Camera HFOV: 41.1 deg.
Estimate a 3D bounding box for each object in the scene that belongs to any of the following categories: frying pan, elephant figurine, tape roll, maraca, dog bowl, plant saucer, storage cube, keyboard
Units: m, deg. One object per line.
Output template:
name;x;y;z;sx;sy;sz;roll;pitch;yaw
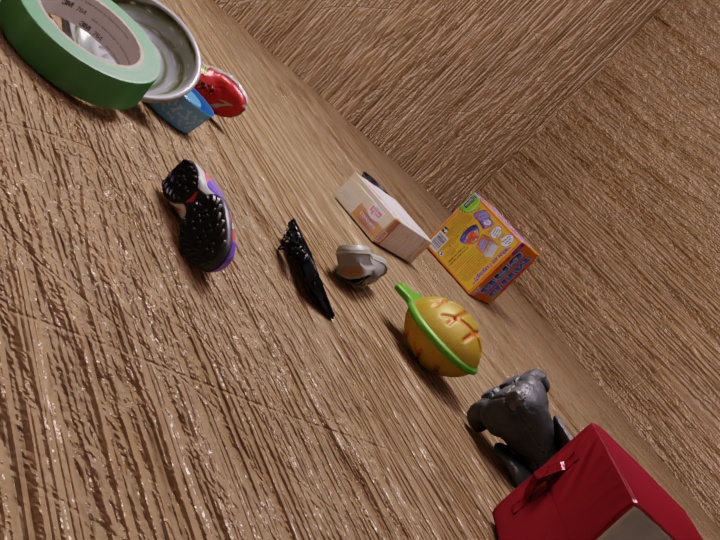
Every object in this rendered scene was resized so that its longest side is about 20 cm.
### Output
frying pan;0.050;-0.201;2.553;0.115;0.031;0.190;39;16;-31
elephant figurine;0.259;0.255;1.399;0.155;0.141;0.201;-26;87;-49
tape roll;-0.343;-0.287;1.186;0.200;0.048;0.201;36;26;-21
maraca;0.119;0.089;1.500;0.137;0.107;0.200;38;12;-44
dog bowl;-0.309;-0.285;1.438;0.200;0.050;0.112;44;11;-8
plant saucer;-0.320;-0.303;1.329;0.199;0.050;0.201;19;50;-25
storage cube;0.272;0.315;1.063;0.200;0.171;0.180;43;12;-13
keyboard;-0.085;-0.010;1.337;0.200;0.039;0.104;-117;-177;-62

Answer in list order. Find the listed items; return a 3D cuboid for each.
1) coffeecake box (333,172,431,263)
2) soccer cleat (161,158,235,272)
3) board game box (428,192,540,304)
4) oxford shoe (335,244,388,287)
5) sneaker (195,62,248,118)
coffeecake box;0.051;-0.113;2.106;0.154;0.073;0.200;51;12;28
soccer cleat;-0.166;-0.053;1.070;0.073;0.068;0.200;42;8;-38
board game box;0.336;-0.057;2.645;0.200;0.200;0.200;50;12;24
oxford shoe;0.000;0.000;1.542;0.200;0.075;0.058;34;54;-77
sneaker;-0.287;-0.327;1.652;0.199;0.077;0.085;34;16;-2
